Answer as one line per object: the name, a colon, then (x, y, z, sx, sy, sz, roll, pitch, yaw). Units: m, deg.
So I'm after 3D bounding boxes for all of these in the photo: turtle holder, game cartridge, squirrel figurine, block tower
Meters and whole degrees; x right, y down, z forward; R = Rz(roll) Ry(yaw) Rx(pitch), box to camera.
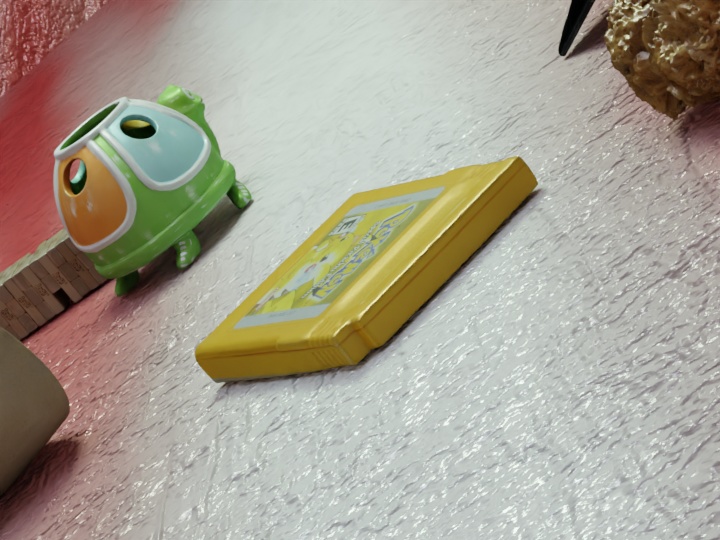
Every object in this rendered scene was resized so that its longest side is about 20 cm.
turtle holder: (-0.172, -0.082, 1.922, 0.186, 0.132, 0.141, -44, 15, -21)
game cartridge: (0.000, 0.000, 1.462, 0.176, 0.032, 0.200, -45, 15, -26)
squirrel figurine: (0.234, -0.174, 1.301, 0.187, 0.142, 0.200, 2, 59, 49)
block tower: (-0.275, 0.007, 2.048, 0.200, 0.054, 0.058, -35, 16, 13)

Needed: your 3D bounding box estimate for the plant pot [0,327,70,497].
plant pot: (-0.333, 0.135, 1.597, 0.187, 0.187, 0.200, -15, 41, 56)

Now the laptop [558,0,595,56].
laptop: (0.240, -0.257, 1.619, 0.200, 0.116, 0.187, 115, 175, -56)
